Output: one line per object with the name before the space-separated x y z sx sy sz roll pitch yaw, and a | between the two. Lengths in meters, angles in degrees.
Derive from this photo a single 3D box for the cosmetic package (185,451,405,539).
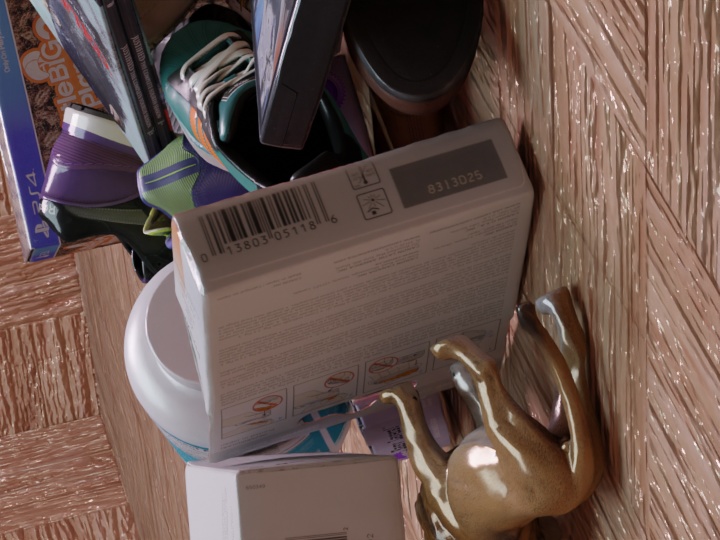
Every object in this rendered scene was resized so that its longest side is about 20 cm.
cosmetic package | -0.035 0.146 1.465 0.200 0.085 0.108 172 93 -81

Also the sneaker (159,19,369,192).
sneaker | -0.047 -0.079 1.435 0.200 0.071 0.080 46 171 43

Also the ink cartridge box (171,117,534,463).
ink cartridge box | -0.005 0.013 1.377 0.200 0.162 0.050 97 154 -66

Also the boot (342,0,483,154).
boot | 0.020 -0.078 1.399 0.188 0.068 0.200 -114 14 -47

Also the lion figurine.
lion figurine | 0.069 0.090 1.328 0.200 0.072 0.123 124 126 -71

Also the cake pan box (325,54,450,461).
cake pan box | 0.000 0.000 1.577 0.200 0.052 0.184 73 -176 -74

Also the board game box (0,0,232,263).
board game box | -0.130 -0.106 1.831 0.097 0.200 0.160 152 105 -80

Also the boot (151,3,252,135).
boot | -0.048 -0.095 1.680 0.078 0.138 0.200 -68 23 1

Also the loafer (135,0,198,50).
loafer | -0.101 -0.202 1.669 0.068 0.200 0.076 42 137 -13

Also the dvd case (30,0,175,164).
dvd case | -0.150 -0.148 1.523 0.146 0.022 0.200 54 168 23

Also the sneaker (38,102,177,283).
sneaker | -0.096 -0.028 1.736 0.076 0.200 0.088 -158 88 -73

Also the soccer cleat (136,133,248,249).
soccer cleat | -0.077 -0.032 1.612 0.200 0.084 0.065 67 -172 -73

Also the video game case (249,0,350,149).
video game case | -0.018 -0.188 1.327 0.181 0.025 0.200 -97 20 -50

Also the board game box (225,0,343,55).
board game box | -0.034 -0.190 1.540 0.200 0.035 0.126 -133 50 -74

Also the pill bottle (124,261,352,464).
pill bottle | -0.067 0.052 1.595 0.200 0.111 0.111 71 -177 -73
